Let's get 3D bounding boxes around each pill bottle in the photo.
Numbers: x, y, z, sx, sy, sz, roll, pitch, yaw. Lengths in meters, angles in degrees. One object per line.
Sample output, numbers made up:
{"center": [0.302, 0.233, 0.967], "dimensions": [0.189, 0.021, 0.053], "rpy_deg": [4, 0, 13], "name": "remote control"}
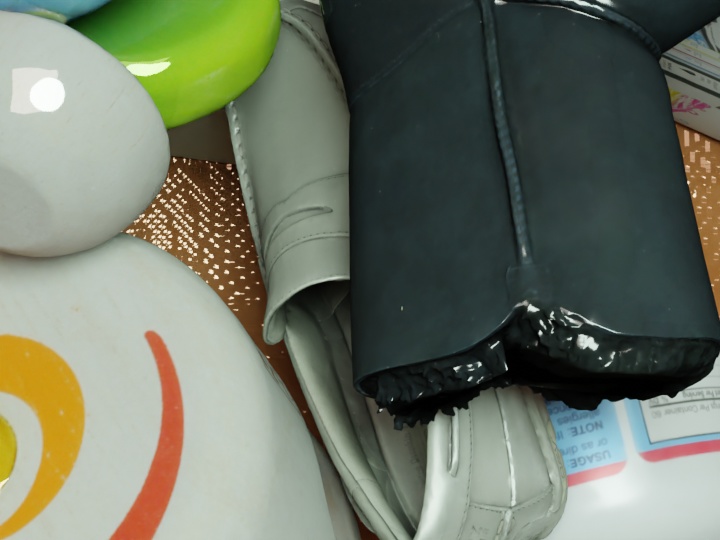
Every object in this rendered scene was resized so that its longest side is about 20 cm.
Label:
{"center": [0.071, 0.042, 0.756], "dimensions": [0.108, 0.109, 0.202], "rpy_deg": [-12, 78, -5], "name": "pill bottle"}

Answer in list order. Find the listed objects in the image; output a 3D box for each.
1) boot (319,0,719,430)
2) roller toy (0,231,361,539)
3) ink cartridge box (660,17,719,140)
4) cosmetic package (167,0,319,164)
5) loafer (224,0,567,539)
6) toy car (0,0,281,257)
{"center": [0.084, -0.049, 0.645], "dimensions": [0.199, 0.076, 0.169], "rpy_deg": [-12, 73, 5], "name": "boot"}
{"center": [-0.098, 0.083, 0.697], "dimensions": [0.181, 0.140, 0.201], "rpy_deg": [5, 60, 23], "name": "roller toy"}
{"center": [0.147, -0.133, 0.782], "dimensions": [0.199, 0.145, 0.148], "rpy_deg": [24, 78, 4], "name": "ink cartridge box"}
{"center": [-0.092, -0.102, 0.804], "dimensions": [0.198, 0.073, 0.104], "rpy_deg": [9, 76, 0], "name": "cosmetic package"}
{"center": [0.000, 0.000, 0.700], "dimensions": [0.070, 0.070, 0.201], "rpy_deg": [-40, 65, 32], "name": "loafer"}
{"center": [-0.117, -0.116, 0.672], "dimensions": [0.199, 0.151, 0.176], "rpy_deg": [18, 49, 5], "name": "toy car"}
